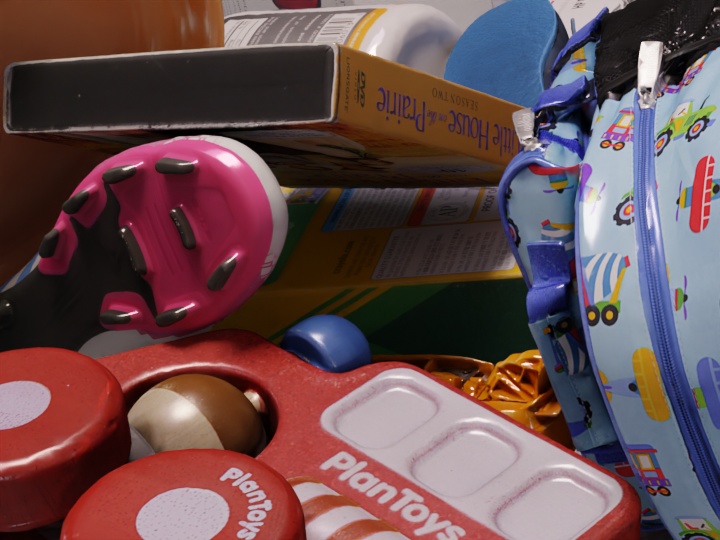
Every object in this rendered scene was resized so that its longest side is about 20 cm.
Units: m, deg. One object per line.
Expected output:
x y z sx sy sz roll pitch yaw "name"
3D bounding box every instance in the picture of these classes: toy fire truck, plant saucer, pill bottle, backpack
-0.035 0.077 0.531 0.167 0.113 0.199 -28 37 -33 "toy fire truck"
-0.135 -0.061 0.674 0.037 0.201 0.200 33 44 27 "plant saucer"
-0.036 -0.095 1.002 0.199 0.117 0.116 4 27 39 "pill bottle"
0.123 0.012 0.555 0.134 0.184 0.200 -13 26 24 "backpack"

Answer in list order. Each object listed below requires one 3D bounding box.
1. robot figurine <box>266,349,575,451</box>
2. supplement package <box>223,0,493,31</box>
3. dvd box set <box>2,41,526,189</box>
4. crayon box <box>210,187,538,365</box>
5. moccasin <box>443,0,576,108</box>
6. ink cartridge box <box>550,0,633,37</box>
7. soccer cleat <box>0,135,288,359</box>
-0.022 0.072 0.649 0.198 0.059 0.145 -2 23 26 "robot figurine"
-0.005 -0.176 1.189 0.109 0.115 0.200 -22 22 -26 "supplement package"
-0.021 -0.056 0.675 0.145 0.030 0.200 1 -3 29 "dvd box set"
0.000 0.000 0.766 0.198 0.052 0.126 -3 26 17 "crayon box"
0.084 -0.073 0.904 0.080 0.068 0.201 -21 33 22 "moccasin"
0.147 -0.122 1.021 0.198 0.067 0.116 -5 23 21 "ink cartridge box"
-0.082 -0.001 0.648 0.200 0.070 0.086 -32 -5 42 "soccer cleat"
